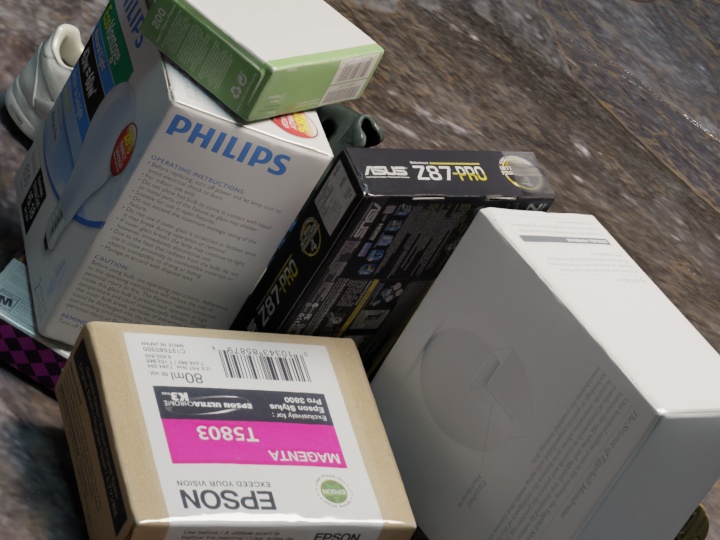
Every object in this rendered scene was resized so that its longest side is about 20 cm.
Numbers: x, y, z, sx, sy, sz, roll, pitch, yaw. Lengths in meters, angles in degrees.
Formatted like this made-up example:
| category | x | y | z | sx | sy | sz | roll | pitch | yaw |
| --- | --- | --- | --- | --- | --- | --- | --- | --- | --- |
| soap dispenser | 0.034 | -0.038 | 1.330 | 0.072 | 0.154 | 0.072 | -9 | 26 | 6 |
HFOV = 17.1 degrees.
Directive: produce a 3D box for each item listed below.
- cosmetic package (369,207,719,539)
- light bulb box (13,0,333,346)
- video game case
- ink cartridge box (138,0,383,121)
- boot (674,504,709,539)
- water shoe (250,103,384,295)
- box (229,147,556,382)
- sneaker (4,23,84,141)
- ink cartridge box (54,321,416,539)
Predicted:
| category | x | y | z | sx | sy | sz | roll | pitch | yaw |
| --- | --- | --- | --- | --- | --- | --- | --- | --- | --- |
| cosmetic package | 0.126 | 0.099 | 1.578 | 0.123 | 0.200 | 0.200 | 3 | 39 | -45 |
| light bulb box | -0.134 | -0.069 | 1.639 | 0.124 | 0.200 | 0.199 | 19 | 28 | -26 |
| video game case | -0.161 | 0.047 | 1.677 | 0.199 | 0.036 | 0.181 | 31 | 27 | -2 |
| ink cartridge box | -0.097 | -0.183 | 1.595 | 0.200 | 0.048 | 0.145 | 40 | 27 | 19 |
| boot | 0.178 | 0.125 | 1.872 | 0.175 | 0.066 | 0.200 | 30 | 21 | -25 |
| water shoe | -0.028 | -0.017 | 1.676 | 0.079 | 0.201 | 0.071 | 13 | 21 | 28 |
| box | 0.019 | 0.000 | 1.618 | 0.160 | 0.200 | 0.049 | 0 | 49 | -33 |
| sneaker | -0.195 | -0.107 | 1.830 | 0.200 | 0.100 | 0.075 | 46 | 28 | 23 |
| ink cartridge box | -0.082 | 0.121 | 1.538 | 0.199 | 0.075 | 0.165 | 4 | 46 | -28 |
